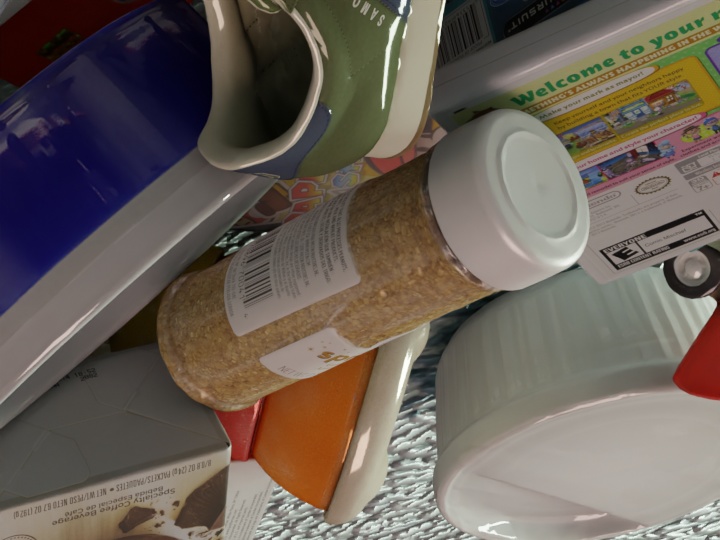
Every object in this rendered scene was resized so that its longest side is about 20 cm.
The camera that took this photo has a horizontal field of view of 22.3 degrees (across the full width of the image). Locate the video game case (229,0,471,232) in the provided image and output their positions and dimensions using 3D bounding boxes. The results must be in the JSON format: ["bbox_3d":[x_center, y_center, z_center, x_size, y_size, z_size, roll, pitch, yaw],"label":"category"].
[{"bbox_3d":[0.039,-0.075,0.848,0.182,0.023,0.200,3,147,-22],"label":"video game case"}]

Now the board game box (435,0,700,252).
[{"bbox_3d":[0.144,-0.089,0.794,0.151,0.047,0.200,-33,142,32],"label":"board game box"}]

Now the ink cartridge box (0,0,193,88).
[{"bbox_3d":[-0.118,-0.128,0.694,0.200,0.044,0.174,-31,142,30],"label":"ink cartridge box"}]

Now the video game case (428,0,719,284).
[{"bbox_3d":[0.153,-0.071,0.760,0.200,0.022,0.182,-22,147,21],"label":"video game case"}]

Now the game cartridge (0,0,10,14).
[{"bbox_3d":[-0.210,-0.107,0.572,0.200,0.133,0.040,18,134,0],"label":"game cartridge"}]

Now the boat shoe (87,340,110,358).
[{"bbox_3d":[-0.186,0.061,0.959,0.200,0.065,0.072,20,138,-41],"label":"boat shoe"}]

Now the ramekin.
[{"bbox_3d":[0.134,0.077,1.060,0.202,0.094,0.202,-9,149,-5],"label":"ramekin"}]

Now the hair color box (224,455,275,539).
[{"bbox_3d":[-0.151,0.121,0.945,0.200,0.064,0.111,-3,132,-32],"label":"hair color box"}]

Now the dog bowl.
[{"bbox_3d":[-0.118,-0.016,0.734,0.200,0.079,0.200,-42,-179,1],"label":"dog bowl"}]

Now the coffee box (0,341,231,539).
[{"bbox_3d":[-0.130,0.140,0.867,0.113,0.080,0.200,-14,135,-22],"label":"coffee box"}]

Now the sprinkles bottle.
[{"bbox_3d":[0.000,0.000,0.765,0.068,0.068,0.200,19,147,-40],"label":"sprinkles bottle"}]

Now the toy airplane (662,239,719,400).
[{"bbox_3d":[0.266,-0.005,0.900,0.200,0.141,0.199,-32,173,-23],"label":"toy airplane"}]

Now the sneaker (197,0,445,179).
[{"bbox_3d":[-0.017,-0.119,0.624,0.090,0.067,0.200,-20,127,-38],"label":"sneaker"}]

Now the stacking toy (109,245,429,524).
[{"bbox_3d":[-0.073,0.033,0.904,0.200,0.146,0.146,16,145,-2],"label":"stacking toy"}]
